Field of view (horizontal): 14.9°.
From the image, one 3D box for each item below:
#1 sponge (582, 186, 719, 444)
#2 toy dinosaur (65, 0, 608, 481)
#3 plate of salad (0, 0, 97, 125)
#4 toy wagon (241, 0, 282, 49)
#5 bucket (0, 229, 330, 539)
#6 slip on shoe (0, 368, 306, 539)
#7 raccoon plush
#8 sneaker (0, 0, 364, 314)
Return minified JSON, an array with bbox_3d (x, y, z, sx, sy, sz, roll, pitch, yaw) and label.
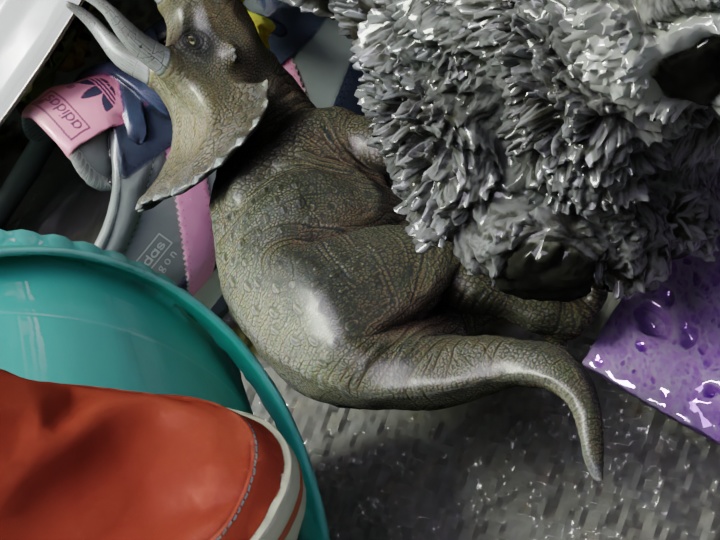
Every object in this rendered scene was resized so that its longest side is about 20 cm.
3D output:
[{"bbox_3d":[0.154,-0.034,0.712,0.111,0.030,0.200,30,88,39],"label":"sponge"},{"bbox_3d":[0.000,0.000,0.741,0.102,0.077,0.200,-15,54,-20],"label":"toy dinosaur"},{"bbox_3d":[-0.112,-0.083,0.882,0.200,0.048,0.200,-44,26,28],"label":"plate of salad"},{"bbox_3d":[0.020,-0.147,0.787,0.155,0.040,0.200,44,104,14],"label":"toy wagon"},{"bbox_3d":[-0.104,0.094,0.722,0.207,0.207,0.135,-31,50,19],"label":"bucket"},{"bbox_3d":[-0.111,0.042,0.599,0.200,0.061,0.074,6,47,1],"label":"slip on shoe"},{"bbox_3d":[0.033,-0.081,0.678,0.200,0.134,0.097,30,50,19],"label":"raccoon plush"},{"bbox_3d":[-0.053,-0.046,0.823,0.070,0.082,0.200,35,90,39],"label":"sneaker"}]
